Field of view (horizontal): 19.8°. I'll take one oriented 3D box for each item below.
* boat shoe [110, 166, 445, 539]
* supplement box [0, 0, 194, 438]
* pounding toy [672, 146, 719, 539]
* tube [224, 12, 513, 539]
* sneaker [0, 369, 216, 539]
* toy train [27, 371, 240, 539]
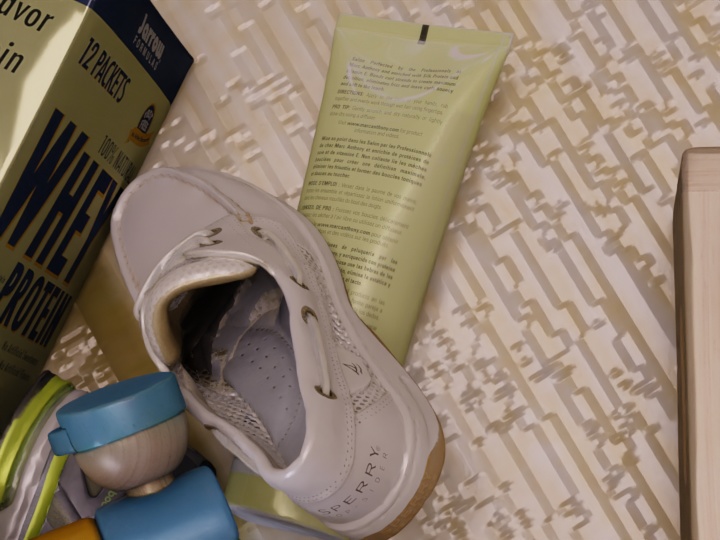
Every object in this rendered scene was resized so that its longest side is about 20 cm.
[{"bbox_3d":[-0.045,0.014,0.723,0.071,0.069,0.200,-55,44,9],"label":"boat shoe"},{"bbox_3d":[-0.201,-0.046,0.760,0.199,0.134,0.201,24,84,10],"label":"supplement box"},{"bbox_3d":[0.201,0.060,0.689,0.183,0.142,0.201,-1,79,7],"label":"pounding toy"},{"bbox_3d":[0.000,0.000,0.774,0.058,0.052,0.201,17,80,-13],"label":"tube"},{"bbox_3d":[-0.110,0.141,0.749,0.080,0.074,0.201,14,83,6],"label":"sneaker"},{"bbox_3d":[-0.129,0.118,0.675,0.199,0.085,0.116,-21,92,-10],"label":"toy train"}]
